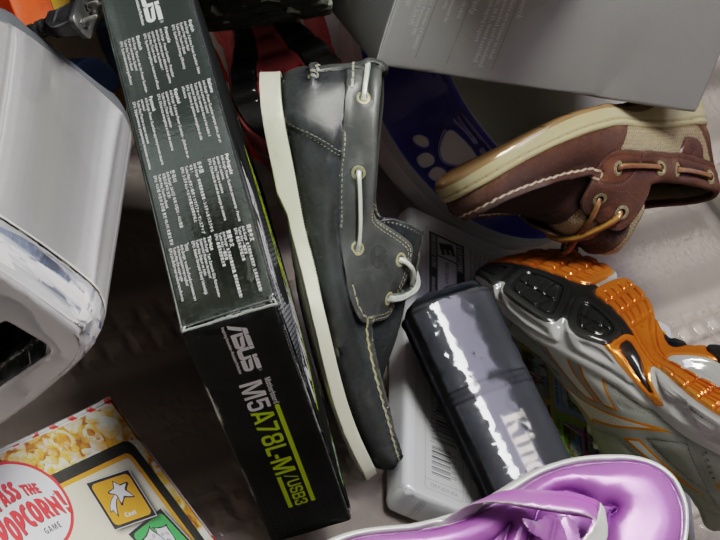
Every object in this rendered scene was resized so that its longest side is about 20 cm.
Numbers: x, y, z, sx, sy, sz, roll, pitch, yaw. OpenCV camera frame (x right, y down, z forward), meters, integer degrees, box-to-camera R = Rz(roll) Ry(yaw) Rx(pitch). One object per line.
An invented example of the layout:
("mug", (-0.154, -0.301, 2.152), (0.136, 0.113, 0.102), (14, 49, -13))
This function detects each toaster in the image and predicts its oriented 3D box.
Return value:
("toaster", (-0.168, -0.010, 0.786), (0.114, 0.200, 0.130), (39, 33, -36))

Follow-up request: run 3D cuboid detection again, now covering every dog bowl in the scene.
("dog bowl", (0.088, -0.118, 1.150), (0.199, 0.079, 0.201), (17, 61, -33))

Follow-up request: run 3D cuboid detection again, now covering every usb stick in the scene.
("usb stick", (0.080, 0.098, 0.978), (0.055, 0.033, 0.201), (-12, 69, -36))

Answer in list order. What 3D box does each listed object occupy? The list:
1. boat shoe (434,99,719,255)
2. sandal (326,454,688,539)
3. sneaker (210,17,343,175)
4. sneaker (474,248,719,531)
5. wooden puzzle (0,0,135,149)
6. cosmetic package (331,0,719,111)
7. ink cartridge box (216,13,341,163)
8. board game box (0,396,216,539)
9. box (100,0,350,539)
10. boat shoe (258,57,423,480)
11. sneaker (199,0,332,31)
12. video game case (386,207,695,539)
("boat shoe", (0.122, -0.044, 1.048), (0.200, 0.072, 0.072), (-15, 83, -47))
("sandal", (0.068, 0.134, 0.912), (0.202, 0.050, 0.083), (-16, 73, -21))
("sneaker", (-0.048, -0.112, 1.064), (0.073, 0.087, 0.201), (-14, 51, -1))
("sneaker", (0.131, 0.065, 1.032), (0.076, 0.092, 0.200), (-21, 44, -41))
("wooden puzzle", (-0.132, -0.127, 0.935), (0.046, 0.201, 0.185), (3, 37, 24))
("cosmetic package", (0.085, -0.149, 1.020), (0.199, 0.091, 0.107), (2, 31, -29))
("ink cartridge box", (-0.065, -0.149, 1.121), (0.162, 0.050, 0.201), (22, 39, -21))
("board game box", (-0.103, 0.161, 0.796), (0.151, 0.046, 0.200), (-22, 70, -48))
("box", (-0.059, -0.009, 0.895), (0.047, 0.193, 0.201), (-15, 55, -2))
("boat shoe", (0.000, 0.000, 0.950), (0.067, 0.072, 0.201), (-11, 96, -4))
("sneaker", (-0.066, -0.172, 0.935), (0.200, 0.078, 0.090), (40, 47, -67))
("video game case", (0.096, 0.074, 1.064), (0.181, 0.023, 0.201), (24, 41, -20))
